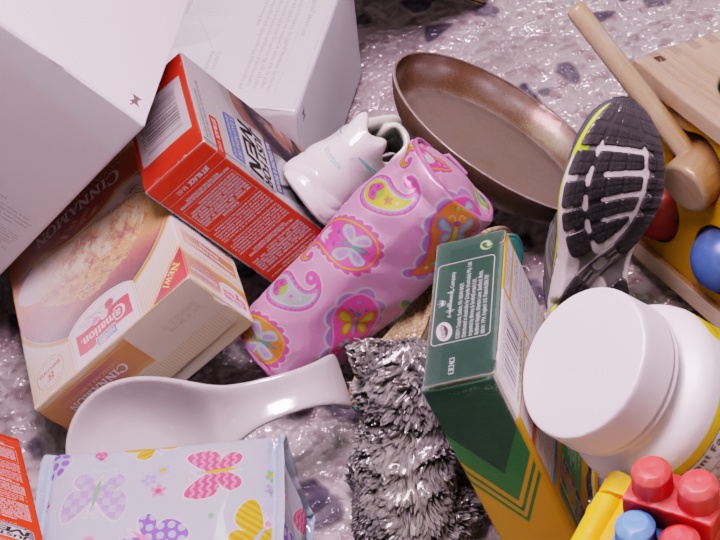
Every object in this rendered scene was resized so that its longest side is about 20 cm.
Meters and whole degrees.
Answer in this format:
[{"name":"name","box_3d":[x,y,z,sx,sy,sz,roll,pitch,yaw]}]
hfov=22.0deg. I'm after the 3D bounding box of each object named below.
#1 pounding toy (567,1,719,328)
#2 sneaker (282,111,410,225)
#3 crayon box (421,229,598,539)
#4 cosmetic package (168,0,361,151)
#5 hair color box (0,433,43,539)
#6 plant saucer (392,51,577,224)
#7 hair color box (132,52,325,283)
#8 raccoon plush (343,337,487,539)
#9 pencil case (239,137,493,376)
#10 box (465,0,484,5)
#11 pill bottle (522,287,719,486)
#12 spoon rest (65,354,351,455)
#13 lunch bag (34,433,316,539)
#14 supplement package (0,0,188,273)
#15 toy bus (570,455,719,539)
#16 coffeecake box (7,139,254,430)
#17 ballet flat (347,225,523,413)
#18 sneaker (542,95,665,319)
[{"name":"pounding toy","box_3d":[0.247,-0.080,1.310,0.142,0.201,0.184,-20,43,-25]},{"name":"sneaker","box_3d":[0.016,-0.072,1.378,0.080,0.200,0.071,-41,77,15]},{"name":"crayon box","box_3d":[0.099,0.091,1.183,0.051,0.200,0.126,-13,40,20]},{"name":"cosmetic package","box_3d":[-0.117,-0.151,1.514,0.199,0.123,0.200,4,44,14]},{"name":"hair color box","box_3d":[-0.249,0.172,1.151,0.061,0.102,0.200,20,9,-18]},{"name":"plant saucer","box_3d":[0.105,-0.097,1.424,0.199,0.032,0.201,27,26,-14]},{"name":"hair color box","box_3d":[-0.075,-0.058,1.356,0.064,0.200,0.111,-38,41,17]},{"name":"raccoon plush","box_3d":[0.034,0.135,1.179,0.096,0.134,0.201,-7,43,1]},{"name":"pencil case","box_3d":[0.000,0.000,1.303,0.200,0.087,0.088,-46,42,17]},{"name":"box","box_3d":[-0.001,-0.274,1.607,0.163,0.021,0.200,22,9,28]},{"name":"pill bottle","box_3d":[0.200,0.089,1.142,0.114,0.199,0.115,-29,48,38]},{"name":"spoon rest","box_3d":[-0.107,0.105,1.260,0.199,0.061,0.100,-21,81,4]},{"name":"lunch bag","box_3d":[-0.117,0.210,1.136,0.168,0.127,0.201,-5,51,9]},{"name":"supplement package","box_3d":[-0.250,-0.134,1.318,0.200,0.151,0.151,-39,25,36]},{"name":"toy bus","box_3d":[0.202,0.195,1.051,0.199,0.193,0.136,18,47,23]},{"name":"coffeecake box","box_3d":[-0.175,0.003,1.350,0.153,0.073,0.200,-40,42,16]},{"name":"ballet flat","box_3d":[0.050,0.035,1.337,0.065,0.071,0.200,2,37,36]},{"name":"sneaker","box_3d":[0.160,-0.034,1.302,0.073,0.201,0.081,4,29,-12]}]
